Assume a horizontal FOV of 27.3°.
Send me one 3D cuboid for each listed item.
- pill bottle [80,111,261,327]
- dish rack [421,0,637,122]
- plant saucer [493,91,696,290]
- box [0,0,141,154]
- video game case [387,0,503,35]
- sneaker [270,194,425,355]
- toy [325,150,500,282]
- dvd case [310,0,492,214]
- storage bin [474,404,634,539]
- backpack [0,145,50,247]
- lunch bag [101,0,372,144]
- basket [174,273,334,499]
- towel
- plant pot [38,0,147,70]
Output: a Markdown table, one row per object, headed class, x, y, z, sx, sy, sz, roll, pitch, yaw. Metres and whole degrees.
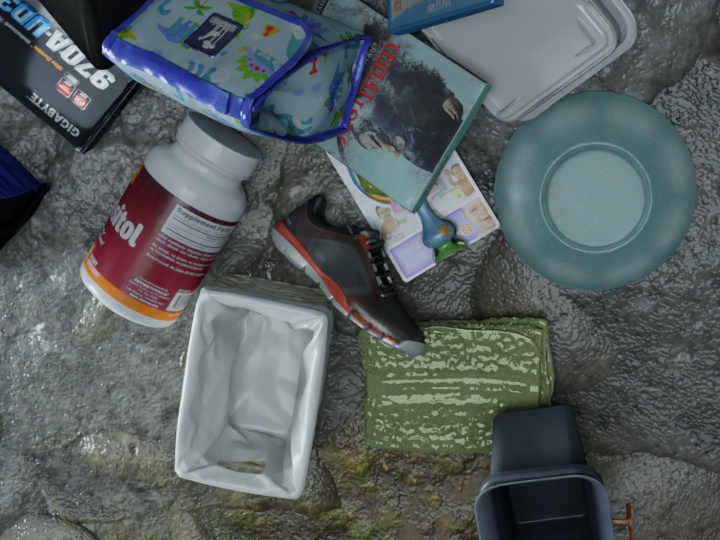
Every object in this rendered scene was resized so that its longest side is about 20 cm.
| class | x | y | z | sx | sy | sz | roll | pitch | yaw |
| --- | --- | --- | --- | --- | --- | --- | --- | --- | --- |
| pill bottle | -0.186 | -0.052 | 1.480 | 0.113 | 0.113 | 0.200 | 33 | 104 | -1 |
| dish rack | 0.141 | -0.229 | 1.376 | 0.172 | 0.044 | 0.200 | 50 | 141 | -5 |
| plant saucer | 0.231 | -0.074 | 1.460 | 0.200 | 0.039 | 0.202 | 2 | 104 | 6 |
| box | -0.303 | -0.242 | 1.484 | 0.200 | 0.046 | 0.159 | 40 | 104 | -4 |
| video game case | 0.074 | -0.328 | 1.359 | 0.143 | 0.018 | 0.201 | -6 | 84 | 50 |
| sneaker | 0.000 | 0.000 | 1.472 | 0.200 | 0.077 | 0.082 | 43 | 94 | 13 |
| toy | 0.040 | -0.097 | 1.474 | 0.115 | 0.047 | 0.200 | -31 | 98 | 12 |
| dvd case | 0.012 | -0.169 | 1.438 | 0.200 | 0.022 | 0.146 | 38 | 107 | 22 |
| storage bin | 0.192 | 0.233 | 1.465 | 0.145 | 0.135 | 0.200 | -8 | 125 | 9 |
| backpack | -0.438 | -0.055 | 1.466 | 0.168 | 0.200 | 0.163 | 36 | 106 | -2 |
| lunch bag | -0.114 | -0.191 | 1.367 | 0.170 | 0.200 | 0.128 | 26 | 118 | 23 |
| basket | -0.101 | 0.110 | 1.502 | 0.135 | 0.123 | 0.201 | 11 | 105 | 4 |
| towel | 0.099 | 0.119 | 1.524 | 0.199 | 0.036 | 0.149 | -1 | 104 | 6 |
| plant pot | -0.235 | -0.332 | 1.359 | 0.199 | 0.177 | 0.200 | -41 | 92 | -4 |
